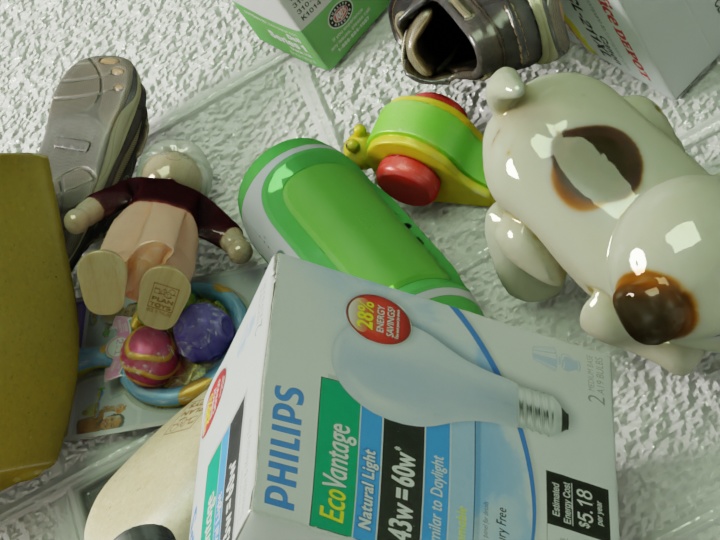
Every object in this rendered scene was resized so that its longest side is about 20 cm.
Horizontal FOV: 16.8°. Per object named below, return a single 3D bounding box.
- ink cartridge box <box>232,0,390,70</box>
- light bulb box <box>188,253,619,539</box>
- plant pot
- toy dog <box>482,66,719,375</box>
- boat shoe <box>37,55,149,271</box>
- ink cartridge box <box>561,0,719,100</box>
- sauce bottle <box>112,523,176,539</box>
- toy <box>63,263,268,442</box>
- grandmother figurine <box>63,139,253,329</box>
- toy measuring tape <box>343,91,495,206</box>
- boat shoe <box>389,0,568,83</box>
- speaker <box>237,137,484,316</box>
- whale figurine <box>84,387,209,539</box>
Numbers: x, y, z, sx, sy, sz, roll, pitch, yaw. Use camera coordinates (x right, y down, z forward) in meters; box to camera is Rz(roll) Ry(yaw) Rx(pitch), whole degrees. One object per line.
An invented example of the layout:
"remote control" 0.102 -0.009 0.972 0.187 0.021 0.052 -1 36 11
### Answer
"ink cartridge box" -0.044 -0.257 1.638 0.084 0.200 0.146 31 76 41
"light bulb box" 0.021 0.121 1.285 0.199 0.125 0.199 17 40 -12
"plant pot" -0.294 0.056 1.534 0.195 0.194 0.201 -26 78 34
"toy dog" 0.165 -0.031 1.367 0.139 0.194 0.200 -35 38 -10
"boat shoe" -0.190 -0.047 1.654 0.074 0.073 0.200 15 70 30
"ink cartridge box" 0.136 -0.213 1.542 0.083 0.146 0.200 -46 47 -7
"sauce bottle" -0.088 0.220 1.263 0.066 0.066 0.200 -31 48 5
"toy" -0.135 0.044 1.571 0.199 0.047 0.115 -13 52 22
"grandmother figurine" -0.128 -0.031 1.576 0.200 0.121 0.061 -86 20 -63
"toy measuring tape" 0.071 -0.075 1.528 0.200 0.074 0.074 6 60 33
"boat shoe" 0.056 -0.158 1.539 0.073 0.075 0.200 -22 12 -19
"speaker" 0.000 0.000 1.503 0.088 0.088 0.200 -39 47 -2
"whale figurine" -0.074 0.128 1.448 0.159 0.104 0.200 -20 28 48
